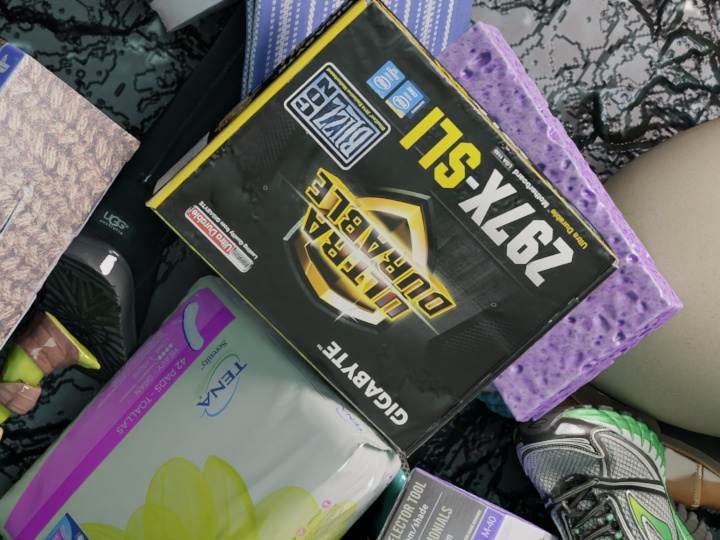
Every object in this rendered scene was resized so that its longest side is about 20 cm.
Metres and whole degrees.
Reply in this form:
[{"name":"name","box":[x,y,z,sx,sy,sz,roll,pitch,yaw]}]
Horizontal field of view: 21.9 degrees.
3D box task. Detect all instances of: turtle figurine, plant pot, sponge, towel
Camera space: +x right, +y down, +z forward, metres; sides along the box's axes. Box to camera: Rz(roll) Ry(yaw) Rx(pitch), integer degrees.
[{"name":"turtle figurine","box":[-0.216,0.094,1.020,0.064,0.200,0.161,41,80,5]},{"name":"plant pot","box":[0.191,0.009,1.105,0.134,0.200,0.201,-7,93,-2]},{"name":"sponge","box":[0.083,-0.028,1.056,0.111,0.030,0.200,-38,73,20]},{"name":"towel","box":[0.001,-0.146,1.062,0.200,0.024,0.145,-31,141,-39]}]

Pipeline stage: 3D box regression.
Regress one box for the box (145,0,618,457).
[{"name":"box","box":[0.013,-0.024,0.984,0.160,0.049,0.200,-42,105,8]}]

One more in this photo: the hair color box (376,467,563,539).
[{"name":"hair color box","box":[0.054,0.184,1.072,0.065,0.200,0.110,25,86,20]}]

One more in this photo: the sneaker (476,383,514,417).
[{"name":"sneaker","box":[0.090,-0.011,1.140,0.091,0.078,0.201,-15,101,-21]}]

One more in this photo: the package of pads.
[{"name":"package of pads","box":[-0.092,0.124,1.037,0.200,0.068,0.155,-48,62,6]}]

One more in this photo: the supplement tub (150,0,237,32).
[{"name":"supplement tub","box":[-0.100,-0.252,1.052,0.145,0.145,0.201,-28,98,-10]}]

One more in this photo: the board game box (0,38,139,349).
[{"name":"board game box","box":[-0.246,-0.058,0.994,0.160,0.200,0.097,-57,140,-5]}]

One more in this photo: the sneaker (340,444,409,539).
[{"name":"sneaker","box":[-0.028,0.178,1.080,0.077,0.091,0.201,23,87,-11]}]

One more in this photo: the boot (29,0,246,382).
[{"name":"boot","box":[-0.109,-0.045,1.086,0.065,0.165,0.200,31,63,0]}]

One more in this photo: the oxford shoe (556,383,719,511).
[{"name":"oxford shoe","box":[0.198,0.124,1.179,0.199,0.071,0.071,28,113,-11]}]

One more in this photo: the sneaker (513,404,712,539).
[{"name":"sneaker","box":[0.155,0.154,1.113,0.200,0.078,0.085,50,39,-31]}]
